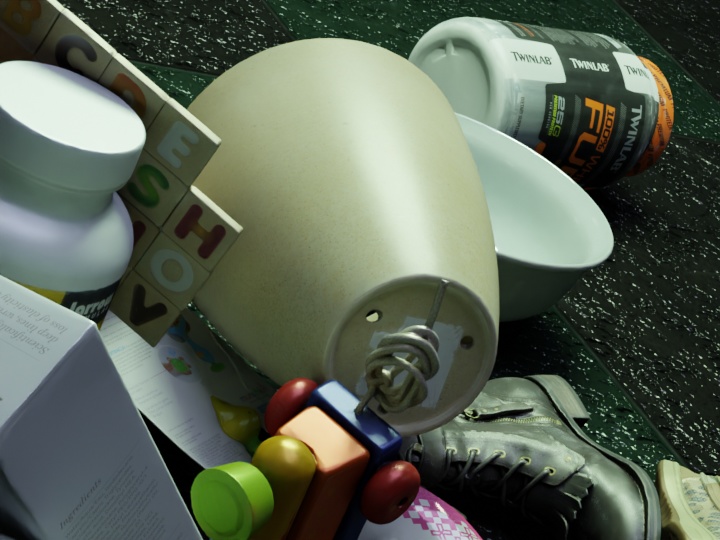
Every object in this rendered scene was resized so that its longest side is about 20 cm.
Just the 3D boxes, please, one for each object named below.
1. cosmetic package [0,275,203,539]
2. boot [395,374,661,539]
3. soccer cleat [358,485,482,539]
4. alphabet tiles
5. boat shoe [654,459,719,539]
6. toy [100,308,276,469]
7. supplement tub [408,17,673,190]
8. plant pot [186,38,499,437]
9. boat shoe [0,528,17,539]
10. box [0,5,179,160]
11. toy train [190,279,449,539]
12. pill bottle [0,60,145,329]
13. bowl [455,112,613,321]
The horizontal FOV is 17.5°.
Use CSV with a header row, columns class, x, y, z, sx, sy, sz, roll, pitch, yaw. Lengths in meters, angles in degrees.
class,x,y,z,sx,sy,sz,roll,pitch,yaw
cosmetic package,-0.140,0.085,1.000,0.101,0.200,0.074,25,62,28
boot,0.061,0.115,1.323,0.173,0.070,0.200,5,28,-27
soccer cleat,0.041,0.171,1.172,0.200,0.070,0.086,36,26,18
alphabet tiles,-0.157,-0.054,1.167,0.200,0.167,0.008,41,40,1
boat shoe,0.195,0.158,1.304,0.062,0.074,0.200,6,13,0
toy,-0.128,0.048,1.276,0.200,0.047,0.115,38,23,13
supplement tub,0.137,-0.124,1.772,0.199,0.123,0.123,1,35,-41
plant pot,0.000,0.000,1.250,0.186,0.188,0.200,14,21,-24
boat shoe,-0.165,0.126,0.945,0.200,0.071,0.064,41,-6,-20
box,-0.185,-0.089,1.210,0.200,0.164,0.021,37,59,4
toy train,-0.033,0.093,1.103,0.085,0.201,0.115,38,32,25
pill bottle,-0.176,0.006,1.128,0.112,0.201,0.112,21,26,-11
bowl,0.059,-0.024,1.542,0.200,0.091,0.201,21,26,-11
